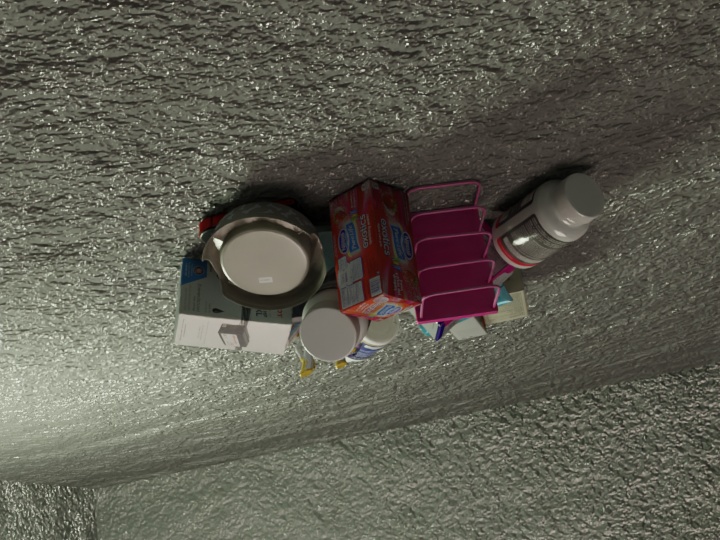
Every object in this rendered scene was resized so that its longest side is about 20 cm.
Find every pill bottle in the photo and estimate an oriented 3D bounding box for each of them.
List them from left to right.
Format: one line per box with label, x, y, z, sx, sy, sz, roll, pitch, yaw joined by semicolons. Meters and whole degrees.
pill bottle;-0.035;0.070;1.567;0.113;0.114;0.200;-14;-163;15
pill bottle;0.001;0.141;2.094;0.111;0.112;0.200;0;159;-23
pill bottle;0.322;-0.088;1.585;0.110;0.111;0.200;2;159;-27

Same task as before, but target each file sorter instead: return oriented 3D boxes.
file sorter;0.149;-0.033;1.538;0.138;0.201;0.126;-8;158;-2

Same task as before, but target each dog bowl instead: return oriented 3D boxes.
dog bowl;-0.153;-0.026;1.492;0.199;0.059;0.201;1;133;1

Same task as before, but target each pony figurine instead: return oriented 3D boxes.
pony figurine;-0.073;0.097;1.876;0.192;0.201;0.167;-27;151;5

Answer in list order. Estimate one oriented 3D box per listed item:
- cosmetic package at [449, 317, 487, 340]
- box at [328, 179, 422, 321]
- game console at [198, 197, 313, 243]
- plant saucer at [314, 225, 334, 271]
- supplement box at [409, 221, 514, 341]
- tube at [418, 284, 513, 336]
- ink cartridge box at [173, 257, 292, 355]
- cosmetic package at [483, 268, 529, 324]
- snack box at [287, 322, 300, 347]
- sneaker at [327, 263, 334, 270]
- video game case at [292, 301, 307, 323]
cosmetic package;0.220;0.079;2.028;0.071;0.102;0.200;-14;161;14
box;0.022;-0.031;1.485;0.099;0.201;0.095;-25;152;38
game console;-0.168;-0.060;1.580;0.176;0.031;0.200;-11;161;9
plant saucer;-0.088;-0.035;1.607;0.200;0.039;0.201;-13;158;-5
supplement box;0.185;0.019;1.708;0.200;0.103;0.101;-39;164;-13
tube;0.206;0.071;1.874;0.200;0.078;0.050;-29;-163;30
ink cartridge box;-0.228;0.064;1.660;0.199;0.145;0.084;7;131;-14
cosmetic package;0.298;0.041;1.973;0.103;0.088;0.200;-13;159;7
snack box;-0.209;0.077;1.742;0.199;0.072;0.024;24;129;11
sneaker;0.000;0.000;1.707;0.199;0.077;0.081;2;139;16
video game case;-0.044;0.037;1.757;0.199;0.143;0.019;-9;128;-2
